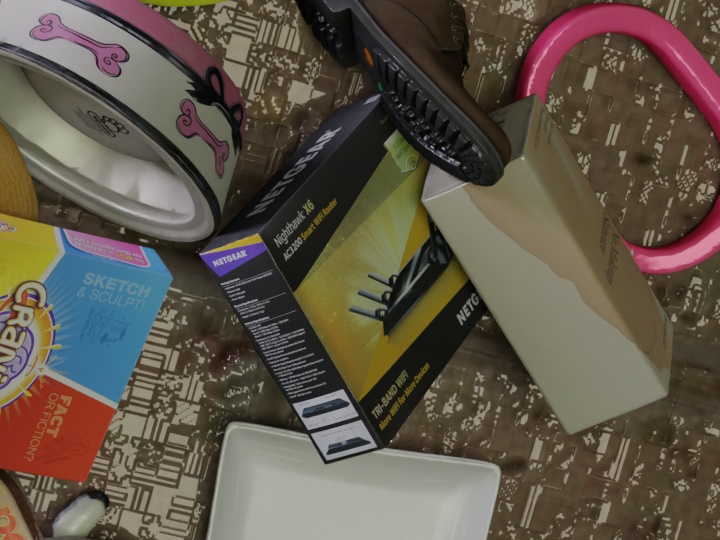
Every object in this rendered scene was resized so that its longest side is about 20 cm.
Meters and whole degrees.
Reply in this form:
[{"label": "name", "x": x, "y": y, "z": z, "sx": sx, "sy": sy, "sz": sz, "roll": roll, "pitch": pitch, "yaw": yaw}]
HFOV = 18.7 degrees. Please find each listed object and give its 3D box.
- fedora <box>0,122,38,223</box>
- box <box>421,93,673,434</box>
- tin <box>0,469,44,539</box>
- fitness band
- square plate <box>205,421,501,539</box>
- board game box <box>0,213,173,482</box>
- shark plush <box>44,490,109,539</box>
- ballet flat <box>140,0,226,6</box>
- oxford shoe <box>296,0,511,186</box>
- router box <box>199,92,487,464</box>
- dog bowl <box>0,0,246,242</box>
[{"label": "fedora", "x": -0.294, "y": -0.033, "z": 1.342, "sx": 0.199, "sy": 0.082, "sz": 0.202, "roll": -4, "pitch": 109, "yaw": -13}, {"label": "box", "x": 0.126, "y": -0.003, "z": 1.433, "sx": 0.077, "sy": 0.095, "sz": 0.200, "roll": -23, "pitch": 115, "yaw": 23}, {"label": "tin", "x": -0.239, "y": 0.206, "z": 1.361, "sx": 0.112, "sy": 0.042, "sz": 0.201, "roll": -26, "pitch": 89, "yaw": 9}, {"label": "fitness band", "x": 0.187, "y": -0.088, "z": 1.486, "sx": 0.144, "sy": 0.037, "sz": 0.200, "roll": -43, "pitch": 108, "yaw": -5}, {"label": "square plate", "x": -0.018, "y": 0.211, "z": 1.486, "sx": 0.197, "sy": 0.028, "sz": 0.201, "roll": 10, "pitch": 97, "yaw": -17}, {"label": "board game box", "x": -0.231, "y": 0.040, "z": 1.314, "sx": 0.199, "sy": 0.040, "sz": 0.154, "roll": 13, "pitch": 110, "yaw": -32}, {"label": "shark plush", "x": -0.221, "y": 0.227, "z": 1.417, "sx": 0.199, "sy": 0.091, "sz": 0.084, "roll": -22, "pitch": 135, "yaw": -15}, {"label": "ballet flat", "x": -0.124, "y": -0.196, "z": 1.368, "sx": 0.199, "sy": 0.067, "sz": 0.067, "roll": -9, "pitch": 100, "yaw": -14}, {"label": "oxford shoe", "x": 0.043, "y": -0.137, "z": 1.373, "sx": 0.084, "sy": 0.073, "sz": 0.200, "roll": -29, "pitch": 63, "yaw": -16}, {"label": "router box", "x": 0.000, "y": 0.000, "z": 1.380, "sx": 0.158, "sy": 0.052, "sz": 0.200, "roll": 59, "pitch": 38, "yaw": -16}, {"label": "dog bowl", "x": -0.156, "y": -0.103, "z": 1.316, "sx": 0.200, "sy": 0.200, "sz": 0.074, "roll": 37, "pitch": 70, "yaw": -18}]
